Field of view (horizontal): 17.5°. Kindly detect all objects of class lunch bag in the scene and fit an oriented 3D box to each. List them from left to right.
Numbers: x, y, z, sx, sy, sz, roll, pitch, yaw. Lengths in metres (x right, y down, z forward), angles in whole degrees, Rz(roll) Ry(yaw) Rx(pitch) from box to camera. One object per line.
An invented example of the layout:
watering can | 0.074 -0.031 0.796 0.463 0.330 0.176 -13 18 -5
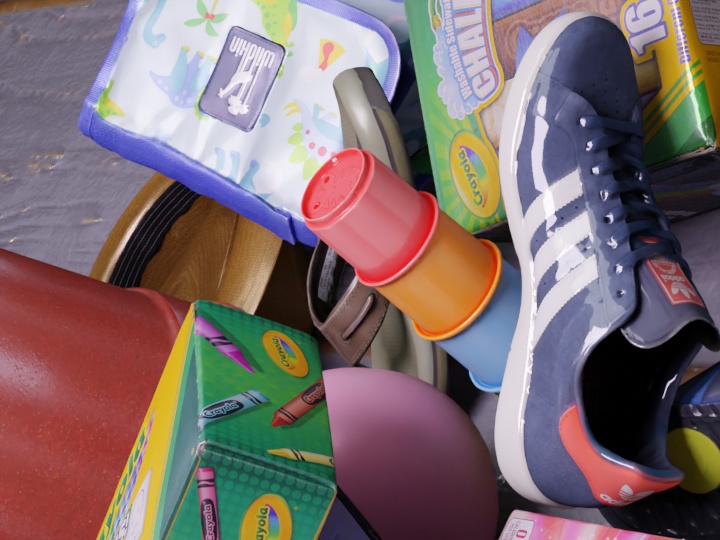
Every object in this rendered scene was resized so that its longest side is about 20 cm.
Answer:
lunch bag | -0.028 -0.113 1.231 0.169 0.128 0.200 25 62 26

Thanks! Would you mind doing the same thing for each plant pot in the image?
plant pot | -0.177 0.075 1.125 0.200 0.194 0.202 -34 43 39

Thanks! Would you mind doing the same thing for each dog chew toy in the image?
dog chew toy | -0.004 0.148 1.031 0.124 0.124 0.202 -17 57 43

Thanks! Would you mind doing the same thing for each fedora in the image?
fedora | -0.082 0.020 1.295 0.200 0.082 0.202 -32 42 34

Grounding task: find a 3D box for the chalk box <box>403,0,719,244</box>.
chalk box | 0.106 -0.084 1.073 0.199 0.124 0.125 -17 78 42

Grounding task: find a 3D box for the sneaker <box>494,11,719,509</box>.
sneaker | 0.105 -0.005 0.931 0.084 0.075 0.202 -1 88 51

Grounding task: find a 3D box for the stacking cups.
stacking cups | 0.058 0.018 0.996 0.060 0.200 0.061 -31 36 26

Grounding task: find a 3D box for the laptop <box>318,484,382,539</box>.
laptop | -0.054 0.196 0.908 0.200 0.115 0.188 48 123 42

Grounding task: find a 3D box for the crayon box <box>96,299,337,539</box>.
crayon box | -0.073 0.128 0.923 0.119 0.058 0.201 -101 32 -64

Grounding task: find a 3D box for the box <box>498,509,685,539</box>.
box | 0.077 0.204 0.883 0.102 0.095 0.201 4 61 54

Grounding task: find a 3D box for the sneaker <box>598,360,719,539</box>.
sneaker | 0.179 0.053 0.952 0.200 0.066 0.078 -37 0 39

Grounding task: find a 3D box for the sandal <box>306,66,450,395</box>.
sandal | 0.000 -0.001 1.126 0.057 0.202 0.080 -17 26 -13
